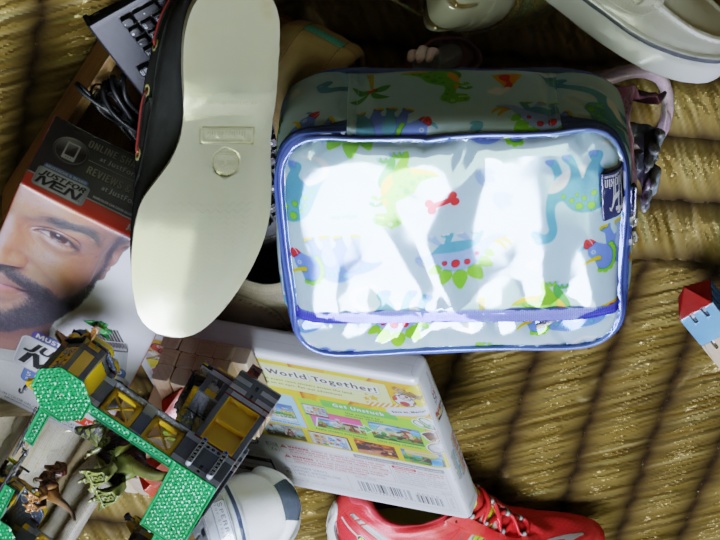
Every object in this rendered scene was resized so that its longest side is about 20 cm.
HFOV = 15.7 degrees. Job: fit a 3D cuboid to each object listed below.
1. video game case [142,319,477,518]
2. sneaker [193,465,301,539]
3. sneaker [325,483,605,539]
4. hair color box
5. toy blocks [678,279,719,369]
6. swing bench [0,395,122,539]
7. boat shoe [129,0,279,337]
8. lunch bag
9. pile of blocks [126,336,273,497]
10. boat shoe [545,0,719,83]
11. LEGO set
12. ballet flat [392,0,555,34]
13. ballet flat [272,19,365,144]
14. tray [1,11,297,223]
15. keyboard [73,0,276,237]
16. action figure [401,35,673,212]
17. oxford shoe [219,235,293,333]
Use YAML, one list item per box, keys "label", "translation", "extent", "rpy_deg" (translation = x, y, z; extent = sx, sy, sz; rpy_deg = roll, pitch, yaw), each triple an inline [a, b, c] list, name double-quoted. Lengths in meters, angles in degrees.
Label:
- label: "video game case"
  translation: [-0.036, 0.091, 1.670]
  extent: [0.199, 0.023, 0.182]
  rpy_deg: [10, 150, 20]
- label: "sneaker"
  translation: [-0.075, 0.166, 1.725]
  extent: [0.070, 0.073, 0.200]
  rpy_deg: [-13, 180, -9]
- label: "sneaker"
  translation: [0.077, 0.178, 1.804]
  extent: [0.199, 0.077, 0.085]
  rpy_deg: [4, 129, -9]
- label: "hair color box"
  translation: [-0.168, 0.010, 1.556]
  extent: [0.111, 0.064, 0.200]
  rpy_deg: [25, 138, -4]
- label: "toy blocks"
  translation: [0.296, 0.021, 1.662]
  extent: [0.200, 0.100, 0.137]
  rpy_deg: [-30, 118, 24]
- label: "swing bench"
  translation: [-0.278, 0.125, 1.690]
  extent: [0.199, 0.130, 0.199]
  rpy_deg: [15, 131, -25]
- label: "boat shoe"
  translation: [-0.088, -0.064, 1.441]
  extent: [0.073, 0.063, 0.202]
  rpy_deg: [6, 101, -19]
- label: "lunch bag"
  translation: [0.053, -0.028, 1.447]
  extent: [0.199, 0.083, 0.161]
  rpy_deg: [0, 125, 1]
- label: "pile of blocks"
  translation: [-0.108, 0.110, 1.660]
  extent: [0.082, 0.062, 0.200]
  rpy_deg: [22, 153, -3]
- label: "boat shoe"
  translation: [0.144, -0.176, 1.465]
  extent: [0.200, 0.072, 0.066]
  rpy_deg: [32, 130, -20]
- label: "LEGO set"
  translation: [-0.138, 0.110, 1.553]
  extent: [0.153, 0.116, 0.201]
  rpy_deg: [26, 127, 7]
- label: "ballet flat"
  translation: [0.030, -0.171, 1.460]
  extent: [0.199, 0.071, 0.071]
  rpy_deg: [26, 128, -27]
- label: "ballet flat"
  translation: [-0.012, -0.049, 1.508]
  extent: [0.063, 0.069, 0.201]
  rpy_deg: [16, 135, 33]
- label: "tray"
  translation: [-0.127, -0.088, 1.552]
  extent: [0.098, 0.037, 0.200]
  rpy_deg: [21, 130, -23]
- label: "keyboard"
  translation: [-0.087, -0.080, 1.511]
  extent: [0.104, 0.040, 0.200]
  rpy_deg: [-24, 131, 17]
- label: "action figure"
  translation: [0.082, -0.099, 1.527]
  extent: [0.199, 0.149, 0.134]
  rpy_deg: [15, 130, 9]
- label: "oxford shoe"
  translation: [0.000, 0.000, 1.624]
  extent: [0.199, 0.071, 0.075]
  rpy_deg: [-13, 132, 9]
